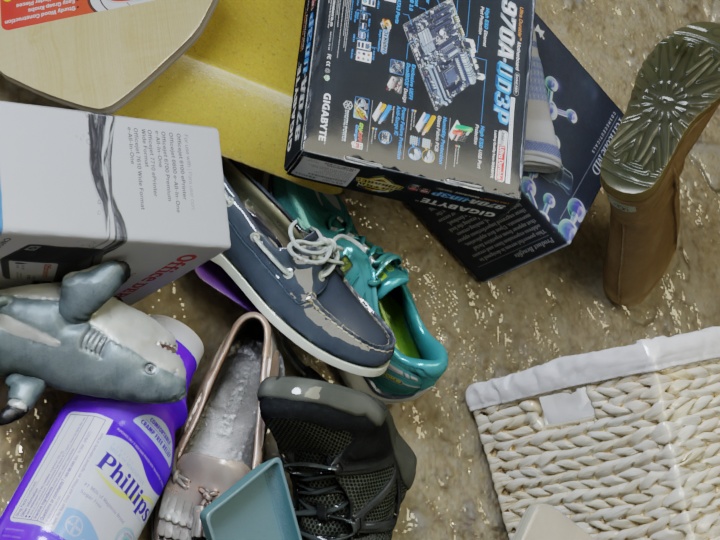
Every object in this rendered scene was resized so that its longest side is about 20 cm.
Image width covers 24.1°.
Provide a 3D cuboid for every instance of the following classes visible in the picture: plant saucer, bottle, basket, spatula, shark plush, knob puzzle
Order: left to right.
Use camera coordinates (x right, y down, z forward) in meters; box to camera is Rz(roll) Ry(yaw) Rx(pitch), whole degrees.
[{"bbox_3d":[-0.206,0.051,1.003,0.199,0.091,0.084,-5,74,-25],"label":"shark plush"},{"bbox_3d":[-0.174,-0.189,1.111,0.030,0.218,0.221,66,22,-67],"label":"knob puzzle"},{"bbox_3d":[-0.158,0.118,1.050,0.084,0.065,0.201,61,42,-39],"label":"bottle"},{"bbox_3d":[-0.092,-0.167,1.186,0.199,0.048,0.201,19,44,-31],"label":"plant saucer"},{"bbox_3d":[-0.056,0.219,1.078,0.070,0.019,0.201,-36,122,-41],"label":"plant saucer"},{"bbox_3d":[-0.045,0.058,1.194,0.200,0.020,0.057,50,17,-19],"label":"spatula"},{"bbox_3d":[0.224,0.132,1.271,0.199,0.198,0.162,-9,83,-41],"label":"basket"}]

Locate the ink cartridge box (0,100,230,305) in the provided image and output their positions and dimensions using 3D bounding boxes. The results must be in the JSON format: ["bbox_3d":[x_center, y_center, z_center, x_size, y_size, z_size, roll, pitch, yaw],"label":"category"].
[{"bbox_3d":[-0.200,-0.036,1.027,0.199,0.145,0.084,4,71,-37],"label":"ink cartridge box"}]

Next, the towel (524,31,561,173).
[{"bbox_3d":[0.081,-0.169,1.241,0.146,0.024,0.201,4,71,-38],"label":"towel"}]

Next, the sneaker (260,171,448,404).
[{"bbox_3d":[0.000,0.000,1.217,0.077,0.080,0.201,-34,95,-42],"label":"sneaker"}]

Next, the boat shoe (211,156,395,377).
[{"bbox_3d":[-0.048,-0.010,1.154,0.200,0.062,0.075,43,23,9],"label":"boat shoe"}]

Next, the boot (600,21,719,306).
[{"bbox_3d":[0.243,-0.084,1.355,0.066,0.200,0.175,32,75,22],"label":"boot"}]

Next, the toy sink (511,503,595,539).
[{"bbox_3d":[0.096,0.278,1.161,0.130,0.112,0.201,39,61,-20],"label":"toy sink"}]

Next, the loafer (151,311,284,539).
[{"bbox_3d":[-0.093,0.119,1.096,0.071,0.063,0.201,10,57,3],"label":"loafer"}]

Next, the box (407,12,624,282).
[{"bbox_3d":[0.093,-0.120,1.318,0.200,0.107,0.149,46,51,-16],"label":"box"}]

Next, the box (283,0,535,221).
[{"bbox_3d":[0.038,-0.148,1.159,0.158,0.046,0.201,11,70,-16],"label":"box"}]

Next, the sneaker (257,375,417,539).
[{"bbox_3d":[-0.020,0.143,1.110,0.200,0.076,0.115,59,40,-59],"label":"sneaker"}]
